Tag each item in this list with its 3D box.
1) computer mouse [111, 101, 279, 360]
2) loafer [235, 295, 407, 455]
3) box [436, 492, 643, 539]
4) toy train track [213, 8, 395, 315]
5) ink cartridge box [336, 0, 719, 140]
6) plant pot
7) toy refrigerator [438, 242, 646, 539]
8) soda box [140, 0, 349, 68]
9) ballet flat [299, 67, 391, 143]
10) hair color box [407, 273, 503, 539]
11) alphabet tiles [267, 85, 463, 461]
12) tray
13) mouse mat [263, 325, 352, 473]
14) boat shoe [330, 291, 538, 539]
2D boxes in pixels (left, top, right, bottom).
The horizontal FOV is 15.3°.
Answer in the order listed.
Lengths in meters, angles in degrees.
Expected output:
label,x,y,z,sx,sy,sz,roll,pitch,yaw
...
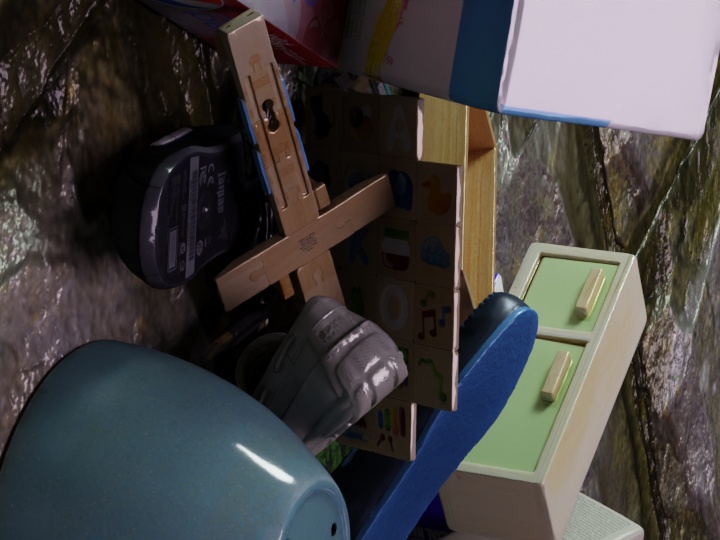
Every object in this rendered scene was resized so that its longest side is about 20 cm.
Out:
label,x,y,z,sx,sy,sz,roll,pitch,yaw
computer mouse,-0.092,-0.014,1.437,0.200,0.046,0.141,-42,138,-63
loafer,-0.037,0.066,1.464,0.070,0.070,0.200,-38,177,-32
box,0.090,0.209,1.724,0.200,0.082,0.069,-20,126,-41
toy train track,-0.046,-0.054,1.422,0.114,0.033,0.201,-32,131,-20
ink cartridge box,0.085,-0.165,1.477,0.146,0.200,0.147,5,99,-36
plant pot,-0.084,0.143,1.379,0.200,0.134,0.201,6,90,-66
toy refrigerator,0.117,0.075,1.720,0.070,0.076,0.200,74,32,-43
soda box,-0.074,-0.163,1.395,0.200,0.070,0.064,27,71,-64
ballet flat,-0.009,-0.029,1.582,0.072,0.072,0.201,-40,128,-56
hair color box,0.062,0.108,1.777,0.109,0.065,0.201,-60,147,-43
alphabet tiles,0.000,0.000,1.498,0.006,0.166,0.201,-5,100,-38
tray,0.060,-0.040,1.697,0.099,0.037,0.201,72,17,-45
mouse mat,-0.026,0.115,1.656,0.161,0.007,0.201,-28,120,-61
boat shoe,0.025,0.089,1.593,0.200,0.069,0.084,-52,149,0
